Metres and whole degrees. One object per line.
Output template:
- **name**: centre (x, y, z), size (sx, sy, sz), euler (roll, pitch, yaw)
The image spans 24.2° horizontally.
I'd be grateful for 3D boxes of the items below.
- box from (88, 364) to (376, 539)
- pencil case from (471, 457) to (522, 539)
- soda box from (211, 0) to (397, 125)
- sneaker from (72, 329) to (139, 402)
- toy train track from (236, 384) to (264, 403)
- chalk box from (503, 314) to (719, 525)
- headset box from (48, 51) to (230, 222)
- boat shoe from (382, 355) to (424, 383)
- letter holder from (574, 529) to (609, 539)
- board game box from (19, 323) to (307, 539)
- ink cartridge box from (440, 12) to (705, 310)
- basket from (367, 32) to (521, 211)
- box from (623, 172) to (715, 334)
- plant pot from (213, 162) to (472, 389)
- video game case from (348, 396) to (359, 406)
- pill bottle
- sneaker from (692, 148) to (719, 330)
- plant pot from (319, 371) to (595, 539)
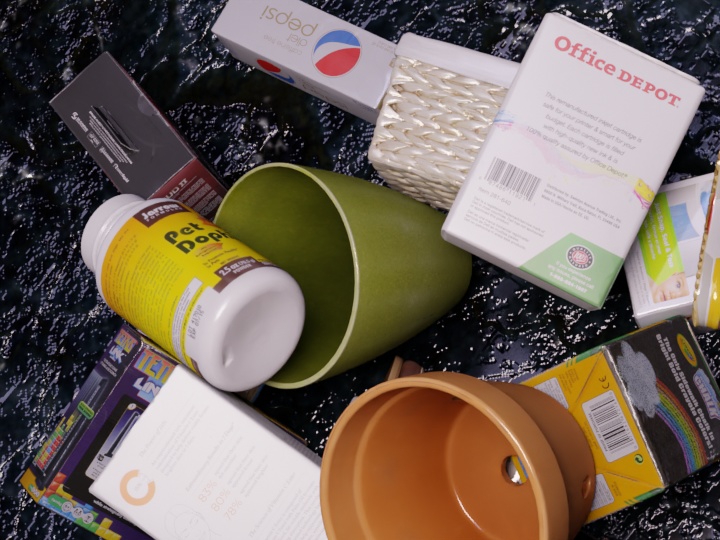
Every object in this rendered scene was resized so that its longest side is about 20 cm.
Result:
- **box**: centre (-0.101, 0.183, 1.373), size (0.199, 0.097, 0.125), euler (36, 88, 1)
- **pencil case**: centre (0.099, 0.251, 1.402), size (0.078, 0.089, 0.201), euler (26, 85, 38)
- **soda box**: centre (-0.042, -0.211, 1.629), size (0.199, 0.064, 0.068), euler (28, 82, 22)
- **sneaker**: centre (-0.203, 0.108, 1.548), size (0.075, 0.115, 0.201), euler (7, 75, 18)
- **toy train track**: centre (-0.079, 0.067, 1.573), size (0.114, 0.033, 0.201), euler (30, 89, 15)
- **chalk box**: centre (0.221, 0.122, 1.386), size (0.124, 0.199, 0.126), euler (-29, 80, 34)
- **headset box**: centre (-0.193, -0.102, 1.565), size (0.077, 0.200, 0.149), euler (-42, 68, 1)
- **boat shoe**: centre (0.031, 0.179, 1.485), size (0.070, 0.070, 0.201), euler (15, 86, 4)
- **letter holder**: centre (0.157, 0.309, 1.364), size (0.100, 0.142, 0.201), euler (28, 83, 22)
- **board game box**: centre (-0.170, 0.168, 1.475), size (0.166, 0.200, 0.057), euler (-57, 32, -4)
- **ink cartridge box**: centre (0.173, -0.088, 1.382), size (0.144, 0.084, 0.201), euler (26, 88, 4)
- **basket**: centre (0.119, -0.114, 1.513), size (0.199, 0.136, 0.124), euler (18, 81, 21)
- **box**: centre (0.326, -0.021, 1.440), size (0.199, 0.101, 0.113), euler (-14, 70, 12)
- **plant pot**: centre (0.000, 0.000, 1.468), size (0.186, 0.199, 0.189), euler (4, 95, 44)
- **video game case**: centre (0.015, 0.228, 1.437), size (0.142, 0.017, 0.201), euler (26, 88, -7)
- **pill bottle**: centre (-0.145, 0.011, 1.394), size (0.200, 0.109, 0.110), euler (32, 84, 38)
- **sneaker**: centre (0.326, -0.043, 1.358), size (0.089, 0.075, 0.202), euler (11, 83, 11)
- **plant pot**: centre (0.087, 0.167, 1.279), size (0.199, 0.140, 0.202), euler (7, 102, 34)
